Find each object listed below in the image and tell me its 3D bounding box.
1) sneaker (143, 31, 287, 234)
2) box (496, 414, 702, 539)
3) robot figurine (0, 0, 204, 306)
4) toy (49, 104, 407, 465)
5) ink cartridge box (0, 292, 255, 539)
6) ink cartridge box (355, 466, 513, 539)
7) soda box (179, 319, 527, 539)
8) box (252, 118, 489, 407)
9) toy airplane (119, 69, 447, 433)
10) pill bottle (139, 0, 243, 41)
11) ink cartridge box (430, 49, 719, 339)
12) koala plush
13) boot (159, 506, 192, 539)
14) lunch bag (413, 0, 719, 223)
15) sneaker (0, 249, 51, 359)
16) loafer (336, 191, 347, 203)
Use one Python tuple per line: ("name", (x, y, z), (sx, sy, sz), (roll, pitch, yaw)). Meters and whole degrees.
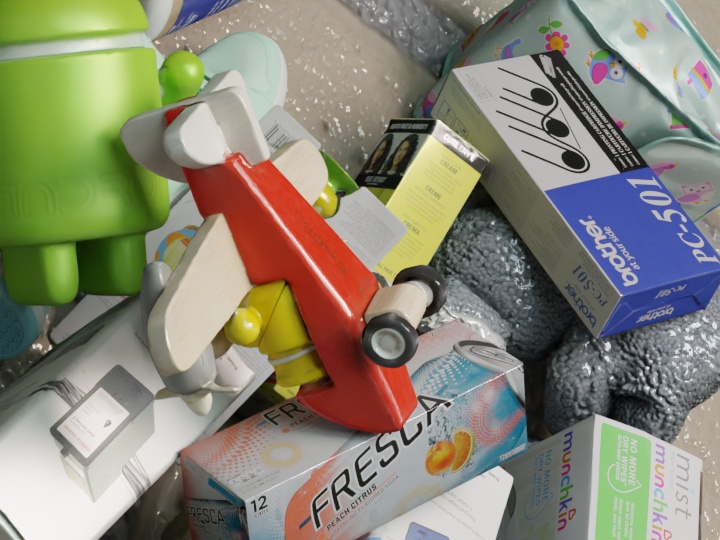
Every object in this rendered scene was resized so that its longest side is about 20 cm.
("sneaker", (-0.110, -0.117, 1.761), (0.201, 0.073, 0.119), (-50, 146, -40))
("box", (0.122, 0.219, 1.763), (0.096, 0.176, 0.201), (24, 57, -27))
("robot figurine", (-0.169, -0.083, 1.599), (0.174, 0.116, 0.202), (-9, 94, -26))
("toy", (-0.078, 0.010, 1.743), (0.115, 0.047, 0.200), (43, 87, 9))
("ink cartridge box", (-0.175, 0.106, 1.605), (0.084, 0.145, 0.200), (51, 48, -7))
("ink cartridge box", (-0.006, 0.201, 1.692), (0.087, 0.145, 0.201), (37, 50, -20))
("soda box", (-0.002, 0.102, 1.607), (0.199, 0.068, 0.064), (-25, 127, -28))
("box", (0.000, 0.000, 1.788), (0.050, 0.075, 0.201), (35, 79, -23))
("toy airplane", (-0.066, -0.005, 1.553), (0.199, 0.141, 0.200), (17, 45, -45))
("pill bottle", (-0.103, -0.225, 1.841), (0.200, 0.116, 0.116), (-30, 89, -43))
("ink cartridge box", (0.137, -0.052, 1.806), (0.094, 0.044, 0.200), (-13, 55, -35))
("koala plush", (0.123, 0.028, 1.845), (0.200, 0.183, 0.178), (39, 50, -19))
("boot", (-0.066, 0.191, 1.615), (0.072, 0.199, 0.155), (36, 50, -26))
("lunch bag", (0.165, -0.101, 1.951), (0.200, 0.170, 0.122), (47, 39, -10))
("sneaker", (-0.244, -0.053, 1.680), (0.200, 0.079, 0.131), (47, 43, -11))
("loafer", (-0.028, -0.027, 1.848), (0.199, 0.072, 0.063), (3, 87, -29))
